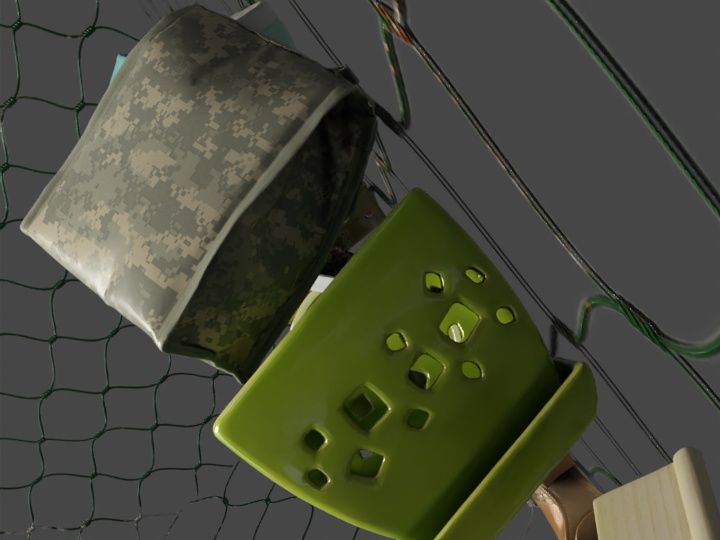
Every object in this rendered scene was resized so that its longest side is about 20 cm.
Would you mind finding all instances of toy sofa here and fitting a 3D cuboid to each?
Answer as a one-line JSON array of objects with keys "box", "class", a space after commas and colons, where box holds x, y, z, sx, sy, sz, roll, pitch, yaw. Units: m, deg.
[{"box": [0.212, 0.189, 0.576, 0.200, 0.097, 0.083, 52, -158, -21], "class": "toy sofa"}]

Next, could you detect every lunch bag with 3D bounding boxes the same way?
[{"box": [-0.093, -0.060, 0.710, 0.164, 0.201, 0.117, 33, -179, 34], "class": "lunch bag"}]

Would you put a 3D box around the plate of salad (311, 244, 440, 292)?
[{"box": [0.000, 0.000, 1.004, 0.198, 0.048, 0.200, 10, 180, 0], "class": "plate of salad"}]

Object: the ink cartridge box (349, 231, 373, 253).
[{"box": [-0.062, -0.085, 1.279, 0.200, 0.084, 0.145, 51, 177, 16], "class": "ink cartridge box"}]

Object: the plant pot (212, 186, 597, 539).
[{"box": [0.038, 0.086, 0.744, 0.181, 0.200, 0.199, 41, 177, 2], "class": "plant pot"}]

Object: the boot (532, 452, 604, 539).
[{"box": [0.223, 0.259, 1.221, 0.201, 0.076, 0.155, 53, 176, -1], "class": "boot"}]

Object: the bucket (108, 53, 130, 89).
[{"box": [-0.147, -0.110, 1.009, 0.206, 0.136, 0.207, 15, -169, -3], "class": "bucket"}]

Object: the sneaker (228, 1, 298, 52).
[{"box": [-0.081, -0.141, 0.864, 0.119, 0.074, 0.200, 58, 173, -17], "class": "sneaker"}]

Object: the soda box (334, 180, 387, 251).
[{"box": [-0.059, -0.105, 1.122, 0.200, 0.068, 0.064, 49, 177, 37], "class": "soda box"}]

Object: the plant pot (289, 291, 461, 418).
[{"box": [0.031, 0.090, 1.305, 0.200, 0.200, 0.190, 50, -171, 5], "class": "plant pot"}]

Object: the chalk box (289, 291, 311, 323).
[{"box": [-0.094, 0.008, 1.745, 0.199, 0.126, 0.124, 9, -161, -27], "class": "chalk box"}]
